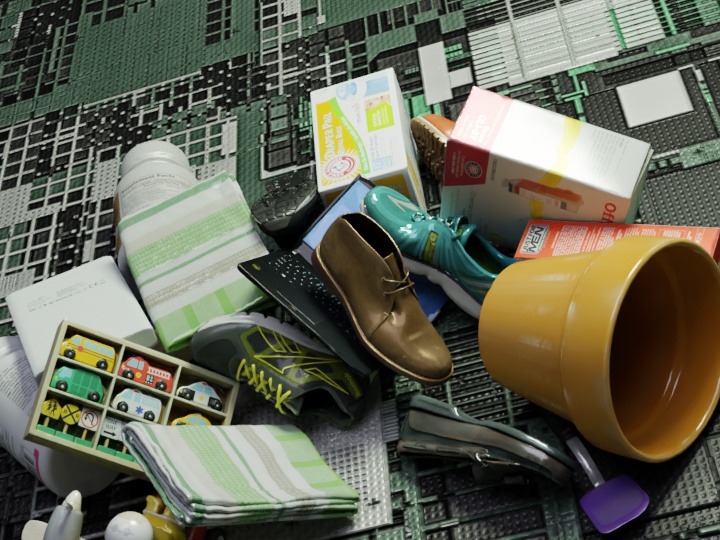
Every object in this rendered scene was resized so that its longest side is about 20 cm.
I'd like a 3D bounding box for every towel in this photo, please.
[{"bbox_3d":[-0.113,0.187,1.345,0.198,0.031,0.149,3,27,-37],"label":"towel"},{"bbox_3d":[-0.175,-0.010,1.536,0.148,0.031,0.201,-25,51,-4],"label":"towel"}]

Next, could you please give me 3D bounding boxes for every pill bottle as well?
[{"bbox_3d":[-0.343,0.153,1.521,0.113,0.114,0.199,-42,45,-21],"label":"pill bottle"},{"bbox_3d":[-0.243,-0.065,1.705,0.113,0.115,0.201,-20,41,3],"label":"pill bottle"}]

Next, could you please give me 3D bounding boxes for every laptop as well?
[{"bbox_3d":[0.000,0.000,1.476,0.177,0.104,0.200,40,21,13],"label":"laptop"}]

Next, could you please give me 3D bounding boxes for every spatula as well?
[{"bbox_3d":[0.208,0.172,1.324,0.056,0.021,0.201,-28,41,-3],"label":"spatula"}]

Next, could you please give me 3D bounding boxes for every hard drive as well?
[{"bbox_3d":[-0.309,0.053,1.534,0.131,0.027,0.200,-22,30,-13],"label":"hard drive"}]

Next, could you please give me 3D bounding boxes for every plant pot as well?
[{"bbox_3d":[0.217,0.062,1.317,0.182,0.201,0.201,9,49,46],"label":"plant pot"}]

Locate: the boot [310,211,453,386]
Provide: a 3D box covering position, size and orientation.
[{"bbox_3d":[0.028,0.027,1.407,0.073,0.076,0.200,-24,66,-42],"label":"boot"}]

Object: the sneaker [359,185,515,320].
[{"bbox_3d":[0.091,-0.033,1.484,0.199,0.080,0.078,34,46,7],"label":"sneaker"}]

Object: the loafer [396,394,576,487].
[{"bbox_3d":[0.116,0.177,1.338,0.199,0.072,0.063,17,74,45],"label":"loafer"}]

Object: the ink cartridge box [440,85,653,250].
[{"bbox_3d":[0.191,-0.089,1.469,0.198,0.146,0.084,19,56,13],"label":"ink cartridge box"}]

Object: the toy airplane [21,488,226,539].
[{"bbox_3d":[-0.211,0.281,1.303,0.198,0.142,0.200,-18,50,-5],"label":"toy airplane"}]

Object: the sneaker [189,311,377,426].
[{"bbox_3d":[-0.082,0.103,1.445,0.197,0.075,0.085,11,48,-1],"label":"sneaker"}]

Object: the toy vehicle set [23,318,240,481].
[{"bbox_3d":[-0.229,0.141,1.423,0.026,0.198,0.126,-35,38,56],"label":"toy vehicle set"}]

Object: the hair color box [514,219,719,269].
[{"bbox_3d":[0.264,0.007,1.412,0.198,0.102,0.062,4,46,28],"label":"hair color box"}]

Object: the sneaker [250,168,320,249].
[{"bbox_3d":[-0.071,-0.054,1.598,0.075,0.089,0.200,-16,13,8],"label":"sneaker"}]

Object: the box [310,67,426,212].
[{"bbox_3d":[0.009,-0.132,1.672,0.111,0.102,0.201,-16,41,8],"label":"box"}]

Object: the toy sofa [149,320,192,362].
[{"bbox_3d":[-0.188,0.043,1.580,0.200,0.098,0.082,-41,45,-19],"label":"toy sofa"}]

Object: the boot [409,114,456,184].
[{"bbox_3d":[0.147,-0.140,1.649,0.107,0.076,0.199,-38,52,-21],"label":"boot"}]
